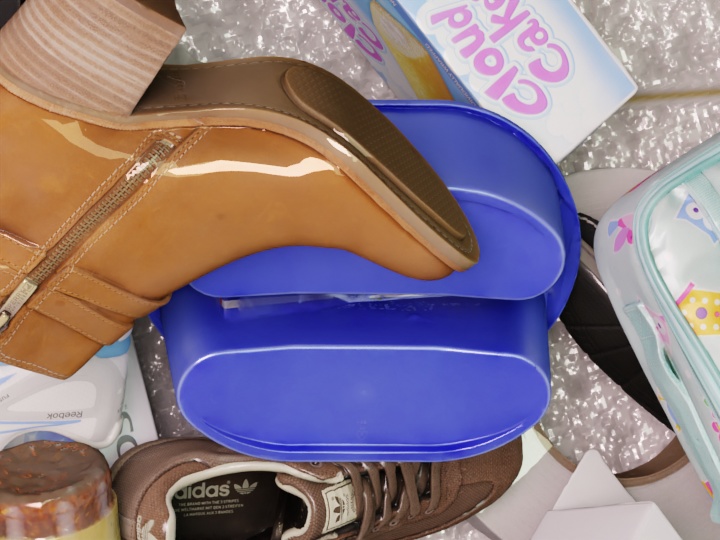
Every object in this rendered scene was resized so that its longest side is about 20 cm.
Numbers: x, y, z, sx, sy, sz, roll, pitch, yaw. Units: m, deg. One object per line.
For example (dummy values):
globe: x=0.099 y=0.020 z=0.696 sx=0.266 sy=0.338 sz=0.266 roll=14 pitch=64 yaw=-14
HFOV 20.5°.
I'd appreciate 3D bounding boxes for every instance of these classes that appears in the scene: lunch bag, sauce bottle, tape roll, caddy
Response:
lunch bag: x=0.201 y=0.030 z=0.864 sx=0.160 sy=0.077 sz=0.201 roll=-29 pitch=90 yaw=-19
sauce bottle: x=-0.126 y=0.174 z=0.844 sx=0.065 sy=0.066 sz=0.202 roll=-9 pitch=109 yaw=-13
tape roll: x=0.123 y=0.051 z=0.976 sx=0.201 sy=0.037 sz=0.205 roll=1 pitch=87 yaw=-14
caddy: x=0.000 y=0.000 z=0.856 sx=0.198 sy=0.105 sz=0.143 roll=1 pitch=116 yaw=-5

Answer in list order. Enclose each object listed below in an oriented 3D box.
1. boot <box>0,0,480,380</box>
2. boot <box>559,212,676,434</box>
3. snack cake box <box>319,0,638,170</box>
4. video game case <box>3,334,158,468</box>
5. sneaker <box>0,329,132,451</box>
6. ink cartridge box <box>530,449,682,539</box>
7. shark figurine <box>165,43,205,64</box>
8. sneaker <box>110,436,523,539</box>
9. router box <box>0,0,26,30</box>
boot: x=-0.069 y=-0.011 z=0.746 sx=0.199 sy=0.077 sz=0.156 roll=28 pitch=112 yaw=-24
boot: x=0.193 y=0.009 z=0.943 sx=0.203 sy=0.073 sz=0.154 roll=42 pitch=75 yaw=-8
snack cake box: x=0.029 y=-0.135 z=0.923 sx=0.067 sy=0.115 sz=0.200 roll=-40 pitch=96 yaw=-11
video game case: x=-0.181 y=0.126 z=0.900 sx=0.198 sy=0.045 sz=0.183 roll=-15 pitch=90 yaw=-13
sneaker: x=-0.193 y=0.052 z=0.847 sx=0.198 sy=0.075 sz=0.087 roll=0 pitch=114 yaw=-1
ink cartridge box: x=0.111 y=0.184 z=0.871 sx=0.116 sy=0.068 sz=0.201 roll=51 pitch=52 yaw=-22
shark figurine: x=-0.093 y=-0.095 z=0.862 sx=0.128 sy=0.089 sz=0.216 roll=-45 pitch=134 yaw=-42
sneaker: x=-0.012 y=0.103 z=0.881 sx=0.198 sy=0.075 sz=0.071 roll=-8 pitch=104 yaw=-17
router box: x=-0.192 y=-0.120 z=0.757 sx=0.156 sy=0.201 sz=0.052 roll=16 pitch=45 yaw=6
